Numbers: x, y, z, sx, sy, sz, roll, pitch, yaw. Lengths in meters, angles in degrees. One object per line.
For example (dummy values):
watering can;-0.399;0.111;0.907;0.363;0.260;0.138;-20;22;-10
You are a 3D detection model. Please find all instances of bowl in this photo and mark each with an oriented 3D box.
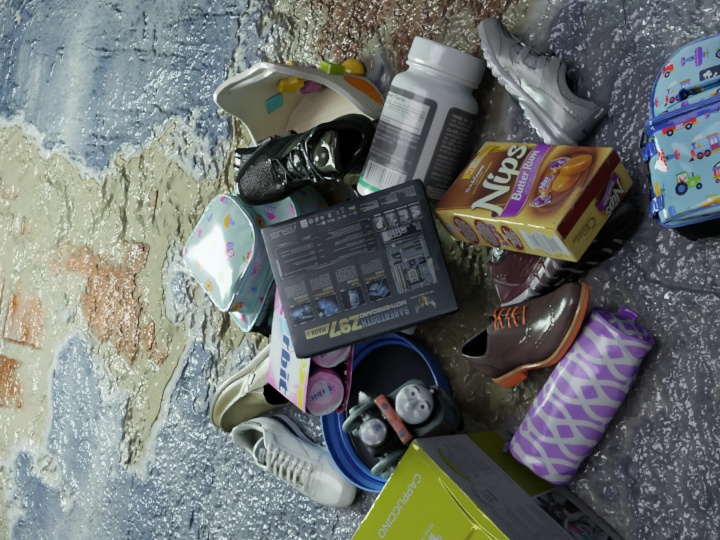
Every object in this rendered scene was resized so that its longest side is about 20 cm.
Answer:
bowl;0.033;0.178;1.313;0.199;0.039;0.204;-5;83;40

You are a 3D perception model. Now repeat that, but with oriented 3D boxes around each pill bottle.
pill bottle;0.077;-0.173;1.265;0.113;0.112;0.202;28;103;39

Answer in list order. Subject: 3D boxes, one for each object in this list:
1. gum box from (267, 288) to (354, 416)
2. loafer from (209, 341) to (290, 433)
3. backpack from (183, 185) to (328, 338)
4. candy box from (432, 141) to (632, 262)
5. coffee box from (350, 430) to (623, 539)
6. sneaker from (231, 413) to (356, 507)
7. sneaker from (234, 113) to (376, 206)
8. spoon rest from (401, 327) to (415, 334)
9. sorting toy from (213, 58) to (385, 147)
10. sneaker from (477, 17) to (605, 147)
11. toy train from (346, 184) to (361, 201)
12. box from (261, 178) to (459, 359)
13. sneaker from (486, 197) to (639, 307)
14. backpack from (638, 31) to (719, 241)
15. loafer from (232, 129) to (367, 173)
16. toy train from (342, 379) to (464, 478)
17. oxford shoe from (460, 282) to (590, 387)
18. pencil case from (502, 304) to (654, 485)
gum box;-0.060;0.075;1.312;0.113;0.065;0.203;29;116;57
loafer;-0.138;0.167;1.438;0.200;0.075;0.068;-49;51;26
backpack;-0.135;-0.034;1.412;0.201;0.153;0.176;-55;50;12
candy box;0.185;-0.081;1.139;0.117;0.057;0.199;-51;31;-18
coffee box;0.124;0.315;1.113;0.200;0.197;0.201;43;112;33
sneaker;-0.089;0.260;1.383;0.199;0.080;0.077;25;100;38
sneaker;-0.074;-0.138;1.290;0.197;0.114;0.077;-21;97;7
spoon rest;0.021;0.040;1.309;0.100;0.060;0.200;-54;30;-4
sorting toy;-0.095;-0.233;1.375;0.198;0.179;0.108;-17;75;37
sneaker;0.209;-0.224;1.198;0.082;0.075;0.201;-38;68;14
toy train;0.045;-0.038;1.324;0.201;0.045;0.034;56;133;31
box;0.000;0.000;1.195;0.197;0.051;0.160;-18;82;5
sneaker;0.211;-0.043;1.163;0.200;0.075;0.116;-44;57;29
backpack;0.363;-0.146;1.005;0.181;0.134;0.203;-11;75;38
loafer;-0.075;-0.165;1.374;0.197;0.072;0.064;0;115;7
toy train;0.053;0.173;1.153;0.114;0.200;0.086;-37;70;1
oxford shoe;0.178;0.066;1.127;0.200;0.072;0.072;-51;18;49
pencil case;0.238;0.136;1.113;0.084;0.085;0.202;36;109;20
